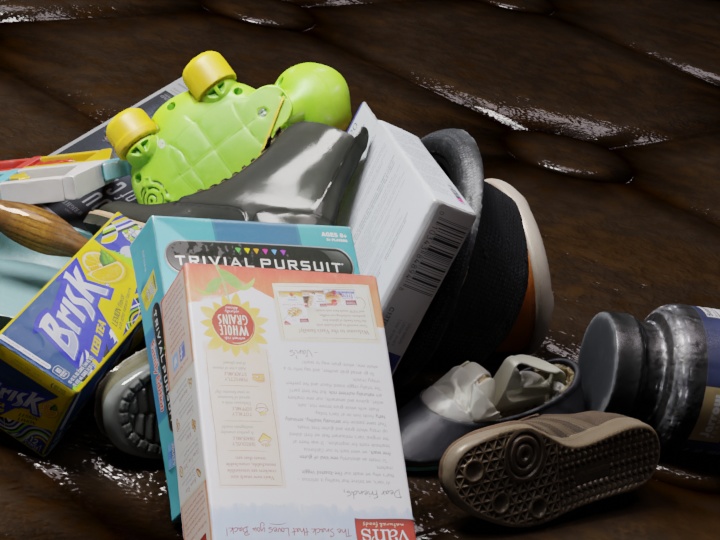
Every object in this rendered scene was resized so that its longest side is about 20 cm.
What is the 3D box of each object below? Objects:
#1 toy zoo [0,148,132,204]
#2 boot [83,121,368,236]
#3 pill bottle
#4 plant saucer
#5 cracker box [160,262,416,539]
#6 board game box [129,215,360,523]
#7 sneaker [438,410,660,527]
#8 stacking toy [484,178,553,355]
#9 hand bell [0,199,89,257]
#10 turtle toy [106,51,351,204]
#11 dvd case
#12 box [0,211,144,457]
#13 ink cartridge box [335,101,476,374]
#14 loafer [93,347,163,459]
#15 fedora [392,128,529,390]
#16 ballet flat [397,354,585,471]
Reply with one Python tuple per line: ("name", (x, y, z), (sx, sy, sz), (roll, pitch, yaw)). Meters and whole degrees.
("toy zoo", (-0.279, -0.072, 1.657), (0.198, 0.021, 0.131), (-6, 12, 7))
("boot", (-0.096, -0.057, 1.536), (0.199, 0.139, 0.078), (14, -21, 23))
("pill bottle", (0.272, 0.086, 1.574), (0.198, 0.113, 0.112), (7, 21, -14))
("plant saucer", (-0.255, 0.011, 1.553), (0.198, 0.036, 0.200), (11, 20, -4))
("cracker box", (-0.047, 0.098, 1.281), (0.133, 0.058, 0.201), (5, 59, -23))
("board game box", (-0.063, 0.064, 1.361), (0.150, 0.047, 0.201), (3, 61, -28))
("sneaker", (0.119, 0.136, 1.444), (0.199, 0.071, 0.075), (0, 5, -39))
("stacking toy", (0.041, 0.013, 1.639), (0.198, 0.147, 0.146), (-11, 27, -16))
("hand bell", (-0.300, -0.053, 1.560), (0.199, 0.105, 0.104), (24, 20, -7))
("turtle toy", (-0.094, -0.094, 1.623), (0.146, 0.199, 0.101), (55, 2, 14))
("dvd case", (-0.185, -0.084, 1.728), (0.199, 0.025, 0.150), (-33, 42, -23))
("box", (-0.191, 0.040, 1.414), (0.070, 0.064, 0.200), (32, 33, 2))
("ink cartridge box", (0.000, 0.000, 1.508), (0.043, 0.197, 0.200), (20, 18, -22))
("loafer", (-0.123, 0.078, 1.430), (0.069, 0.076, 0.200), (7, 15, 32))
("fedora", (0.066, 0.001, 1.532), (0.091, 0.202, 0.201), (19, 16, -26))
("ballet flat", (0.092, 0.096, 1.501), (0.199, 0.074, 0.073), (-6, 28, -41))
